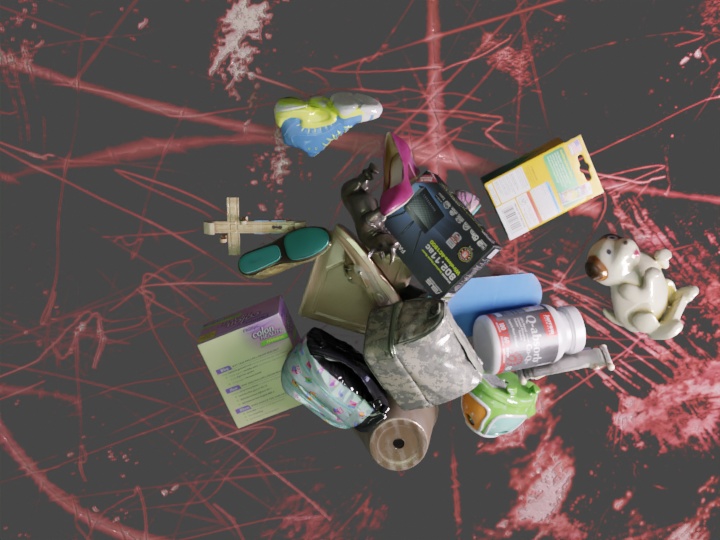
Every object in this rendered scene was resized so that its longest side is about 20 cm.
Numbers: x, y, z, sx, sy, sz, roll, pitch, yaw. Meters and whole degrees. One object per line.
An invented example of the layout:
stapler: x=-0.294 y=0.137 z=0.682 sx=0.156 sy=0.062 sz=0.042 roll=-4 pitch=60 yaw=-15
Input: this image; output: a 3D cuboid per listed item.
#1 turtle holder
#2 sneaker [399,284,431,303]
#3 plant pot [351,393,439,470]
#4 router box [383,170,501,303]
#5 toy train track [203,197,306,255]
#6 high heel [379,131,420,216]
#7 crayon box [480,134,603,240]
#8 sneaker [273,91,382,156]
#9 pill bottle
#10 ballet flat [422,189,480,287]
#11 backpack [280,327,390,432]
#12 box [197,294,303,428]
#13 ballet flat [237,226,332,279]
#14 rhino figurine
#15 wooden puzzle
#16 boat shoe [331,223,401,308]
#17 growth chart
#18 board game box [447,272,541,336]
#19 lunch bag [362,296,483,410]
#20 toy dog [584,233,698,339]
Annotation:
turtle holder: x=0.282 y=0.262 z=1.679 sx=0.140 sy=0.185 sz=0.133 roll=29 pitch=109 yaw=21
sneaker: x=0.123 y=0.106 z=1.643 sx=0.077 sy=0.091 sz=0.202 roll=-31 pitch=135 yaw=-25
plant pot: x=0.071 y=0.303 z=1.654 sx=0.196 sy=0.174 sz=0.203 roll=-1 pitch=109 yaw=-3
router box: x=0.141 y=-0.062 z=1.528 sx=0.150 sy=0.062 sz=0.201 roll=-46 pitch=71 yaw=17
toy train track: x=-0.203 y=-0.080 z=1.578 sx=0.196 sy=0.033 sz=0.117 roll=-1 pitch=110 yaw=-3
high heel: x=0.055 y=-0.175 z=1.470 sx=0.067 sy=0.201 sz=0.096 roll=-25 pitch=111 yaw=35
crayon box: x=0.344 y=-0.162 z=1.561 sx=0.198 sy=0.052 sz=0.127 roll=-27 pitch=109 yaw=8
sneaker: x=-0.058 y=-0.266 z=1.504 sx=0.196 sy=0.076 sz=0.107 roll=2 pitch=122 yaw=5
pill bottle: x=0.329 y=0.130 z=1.607 sx=0.197 sy=0.116 sz=0.118 roll=-10 pitch=111 yaw=-13
ballet flat: x=0.156 y=-0.066 z=1.587 sx=0.071 sy=0.069 sz=0.202 roll=32 pitch=102 yaw=6
backpack: x=-0.048 y=0.206 z=1.540 sx=0.199 sy=0.167 sz=0.127 roll=35 pitch=105 yaw=-16
box: x=-0.201 y=0.182 z=1.640 sx=0.173 sy=0.097 sz=0.202 roll=-21 pitch=110 yaw=5
ballet flat: x=-0.139 y=-0.032 z=1.580 sx=0.197 sy=0.071 sz=0.072 roll=-20 pitch=110 yaw=11
rhino figurine: x=0.022 y=-0.096 z=1.519 sx=0.087 sy=0.059 sz=0.202 roll=-36 pitch=64 yaw=29
wooden puzzle: x=-0.007 y=0.029 z=1.628 sx=0.197 sy=0.037 sz=0.188 roll=16 pitch=108 yaw=-13
boat shoe: x=0.000 y=0.000 z=1.562 sx=0.065 sy=0.072 sz=0.201 roll=-35 pitch=116 yaw=5
growth chart: x=0.399 y=0.182 z=1.626 sx=0.197 sy=0.145 sz=0.018 roll=-13 pitch=101 yaw=18
board game box: x=0.261 y=0.059 z=1.639 sx=0.196 sy=0.039 sz=0.160 roll=-4 pitch=131 yaw=-9
lunch bag: x=0.120 y=0.151 z=1.512 sx=0.165 sy=0.141 sz=0.201 roll=-14 pitch=128 yaw=26
toy dog: x=0.527 y=0.016 z=1.596 sx=0.200 sy=0.193 sz=0.140 roll=49 pitch=66 yaw=-12
